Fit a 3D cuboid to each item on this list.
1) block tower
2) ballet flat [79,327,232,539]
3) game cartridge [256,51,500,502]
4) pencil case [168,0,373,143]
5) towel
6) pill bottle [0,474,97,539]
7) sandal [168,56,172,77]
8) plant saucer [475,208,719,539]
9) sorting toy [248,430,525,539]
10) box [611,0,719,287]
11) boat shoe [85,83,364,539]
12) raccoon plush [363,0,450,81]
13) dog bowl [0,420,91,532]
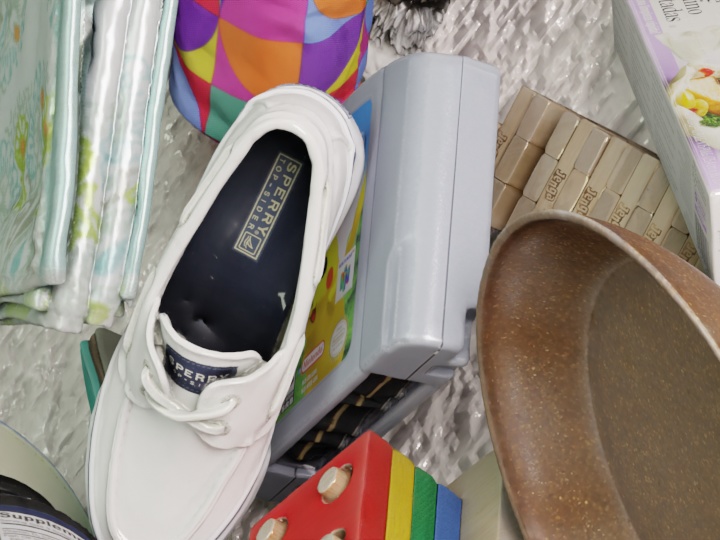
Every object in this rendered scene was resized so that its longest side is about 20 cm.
[{"bbox_3d":[0.109,-0.006,0.953,0.200,0.058,0.054,35,100,52],"label":"block tower"},{"bbox_3d":[-0.082,0.076,1.141,0.200,0.064,0.067,-108,8,-68],"label":"ballet flat"},{"bbox_3d":[0.000,0.000,1.045,0.200,0.040,0.133,134,148,-61],"label":"game cartridge"},{"bbox_3d":[-0.032,-0.138,1.054,0.200,0.088,0.088,97,161,-45],"label":"pencil case"},{"bbox_3d":[-0.116,-0.074,1.070,0.171,0.048,0.200,176,102,-71],"label":"towel"},{"bbox_3d":[-0.131,0.146,0.968,0.112,0.112,0.200,-61,20,9],"label":"pill bottle"},{"bbox_3d":[-0.092,-0.108,1.245,0.079,0.059,0.207,-3,53,35],"label":"sandal"},{"bbox_3d":[0.102,0.070,0.867,0.200,0.037,0.200,50,152,39],"label":"plant saucer"},{"bbox_3d":[-0.032,0.171,0.972,0.200,0.070,0.199,-41,25,30],"label":"sorting toy"},{"bbox_3d":[0.119,-0.055,0.919,0.200,0.039,0.041,-99,3,-62],"label":"box"},{"bbox_3d":[-0.058,0.027,0.997,0.065,0.074,0.200,-50,-22,-75],"label":"boat shoe"},{"bbox_3d":[0.023,-0.166,1.078,0.200,0.134,0.097,-57,39,13],"label":"raccoon plush"},{"bbox_3d":[-0.199,0.154,1.132,0.079,0.200,0.200,-18,58,43],"label":"dog bowl"}]
